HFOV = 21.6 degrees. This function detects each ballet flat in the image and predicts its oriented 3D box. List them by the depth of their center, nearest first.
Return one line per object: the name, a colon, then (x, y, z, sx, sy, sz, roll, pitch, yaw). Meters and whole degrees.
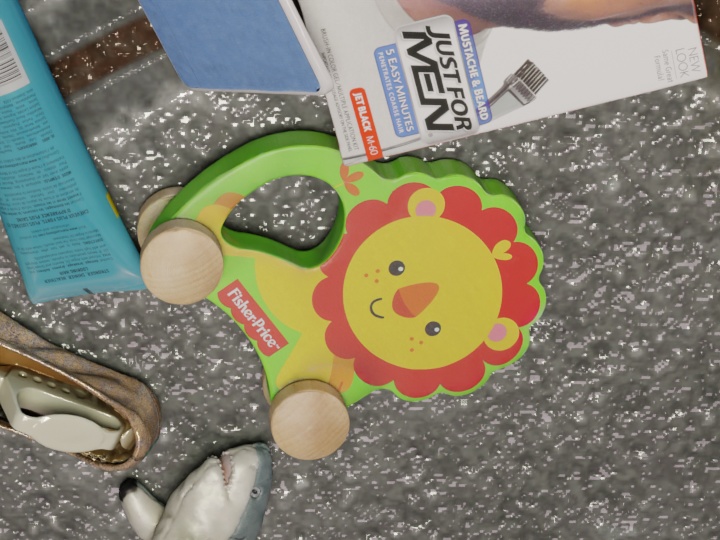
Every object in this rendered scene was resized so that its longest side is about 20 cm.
ballet flat: (-0.208, 0.064, 1.096, 0.200, 0.067, 0.068, 20, 115, -12)

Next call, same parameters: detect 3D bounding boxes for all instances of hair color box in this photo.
hair color box: (0.073, -0.137, 1.001, 0.200, 0.064, 0.111, -15, 117, 4)

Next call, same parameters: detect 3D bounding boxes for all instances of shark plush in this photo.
shark plush: (-0.081, 0.202, 1.179, 0.083, 0.091, 0.200, -22, 116, -24)

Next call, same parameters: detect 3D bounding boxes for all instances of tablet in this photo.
tablet: (-0.093, -0.175, 0.954, 0.014, 0.130, 0.200, -43, 121, -28)

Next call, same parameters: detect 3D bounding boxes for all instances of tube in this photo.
tube: (-0.182, -0.065, 1.040, 0.077, 0.050, 0.200, -5, 123, 21)

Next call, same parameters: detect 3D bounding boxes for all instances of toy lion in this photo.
toy lion: (0.000, 0.000, 1.078, 0.192, 0.069, 0.200, -35, 114, 8)
